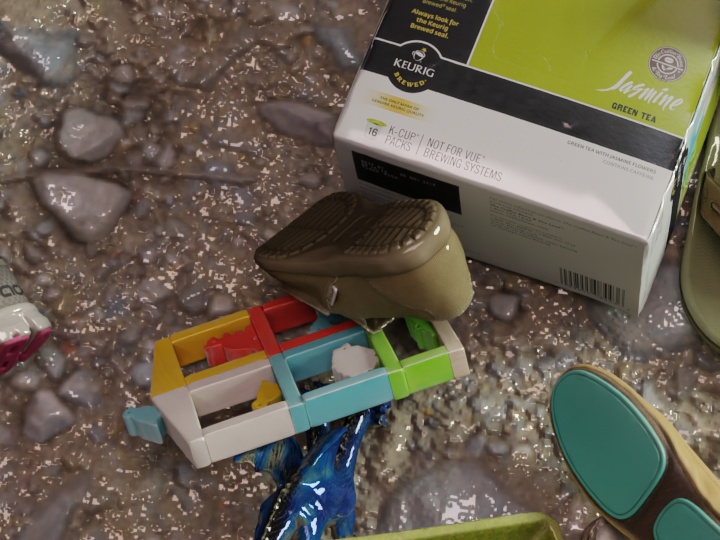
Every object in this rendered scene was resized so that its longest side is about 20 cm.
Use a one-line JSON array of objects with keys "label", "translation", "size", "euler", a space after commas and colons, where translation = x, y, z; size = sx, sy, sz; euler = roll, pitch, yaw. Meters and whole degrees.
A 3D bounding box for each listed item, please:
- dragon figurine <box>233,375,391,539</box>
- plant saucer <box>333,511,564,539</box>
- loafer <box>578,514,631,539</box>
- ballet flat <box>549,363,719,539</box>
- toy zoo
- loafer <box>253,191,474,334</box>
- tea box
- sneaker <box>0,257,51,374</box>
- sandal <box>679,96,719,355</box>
[{"label": "dragon figurine", "translation": [-0.036, 0.122, 1.202], "size": [0.058, 0.200, 0.101], "euler": [-1, 100, 24]}, {"label": "plant saucer", "translation": [0.058, 0.245, 1.166], "size": [0.198, 0.048, 0.202], "euler": [-1, 66, -42]}, {"label": "loafer", "translation": [0.201, 0.218, 1.206], "size": [0.072, 0.063, 0.201], "euler": [-33, 74, -11]}, {"label": "ballet flat", "translation": [0.182, 0.136, 1.217], "size": [0.069, 0.063, 0.200], "euler": [-50, 56, 21]}, {"label": "toy zoo", "translation": [-0.046, 0.057, 1.242], "size": [0.198, 0.021, 0.131], "euler": [-18, 28, -5]}, {"label": "loafer", "translation": [0.000, 0.000, 1.232], "size": [0.076, 0.200, 0.068], "euler": [-37, 108, -18]}, {"label": "tea box", "translation": [0.112, -0.109, 1.274], "size": [0.198, 0.134, 0.198], "euler": [20, 73, 12]}, {"label": "sneaker", "translation": [-0.293, 0.040, 1.268], "size": [0.198, 0.074, 0.088], "euler": [-21, 72, -12]}, {"label": "sandal", "translation": [0.242, -0.038, 1.295], "size": [0.079, 0.057, 0.203], "euler": [4, 71, 2]}]
